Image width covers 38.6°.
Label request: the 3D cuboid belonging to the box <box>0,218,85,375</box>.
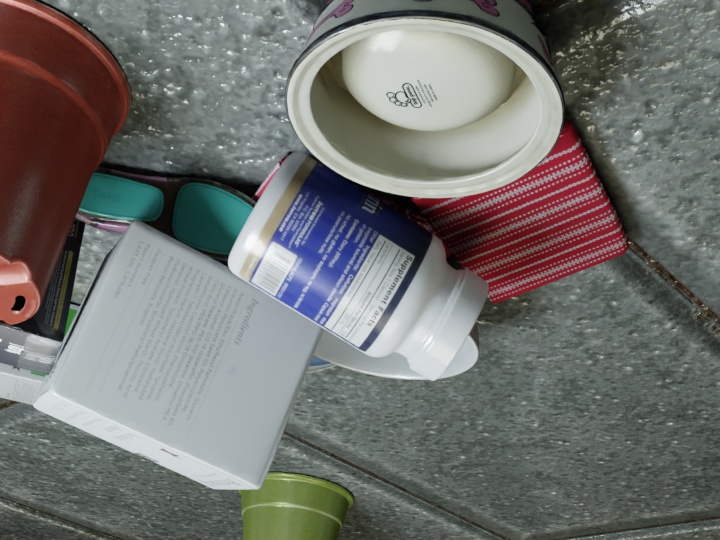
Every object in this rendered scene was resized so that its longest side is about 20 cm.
[{"bbox_3d":[-0.333,-0.013,0.912,0.159,0.201,0.049,17,126,-21],"label":"box"}]

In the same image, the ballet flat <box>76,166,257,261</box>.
[{"bbox_3d":[-0.173,-0.051,0.956,0.197,0.070,0.071,11,171,3],"label":"ballet flat"}]

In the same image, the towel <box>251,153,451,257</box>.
[{"bbox_3d":[-0.010,-0.039,0.975,0.198,0.023,0.145,20,150,-17],"label":"towel"}]

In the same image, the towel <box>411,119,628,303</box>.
[{"bbox_3d":[0.142,-0.047,0.891,0.143,0.023,0.200,-22,143,17],"label":"towel"}]

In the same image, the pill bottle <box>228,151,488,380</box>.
[{"bbox_3d":[0.000,0.000,0.853,0.198,0.116,0.116,32,147,-4],"label":"pill bottle"}]

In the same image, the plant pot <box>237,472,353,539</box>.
[{"bbox_3d":[-0.117,0.453,1.666,0.197,0.192,0.201,5,149,3],"label":"plant pot"}]

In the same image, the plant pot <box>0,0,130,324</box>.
[{"bbox_3d":[-0.297,-0.077,0.797,0.197,0.198,0.202,5,150,3],"label":"plant pot"}]

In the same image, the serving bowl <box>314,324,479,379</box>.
[{"bbox_3d":[0.023,0.041,1.015,0.197,0.067,0.201,9,154,4],"label":"serving bowl"}]

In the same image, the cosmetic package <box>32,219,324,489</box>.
[{"bbox_3d":[-0.167,0.085,0.941,0.198,0.167,0.165,28,160,-15],"label":"cosmetic package"}]

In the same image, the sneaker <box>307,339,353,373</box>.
[{"bbox_3d":[-0.094,0.051,1.090,0.197,0.080,0.089,13,152,-10],"label":"sneaker"}]

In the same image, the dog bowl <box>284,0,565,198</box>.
[{"bbox_3d":[0.048,-0.138,0.741,0.197,0.075,0.201,5,151,3],"label":"dog bowl"}]

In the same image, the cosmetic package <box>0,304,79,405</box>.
[{"bbox_3d":[-0.416,0.082,1.182,0.197,0.109,0.085,15,149,-17],"label":"cosmetic package"}]
